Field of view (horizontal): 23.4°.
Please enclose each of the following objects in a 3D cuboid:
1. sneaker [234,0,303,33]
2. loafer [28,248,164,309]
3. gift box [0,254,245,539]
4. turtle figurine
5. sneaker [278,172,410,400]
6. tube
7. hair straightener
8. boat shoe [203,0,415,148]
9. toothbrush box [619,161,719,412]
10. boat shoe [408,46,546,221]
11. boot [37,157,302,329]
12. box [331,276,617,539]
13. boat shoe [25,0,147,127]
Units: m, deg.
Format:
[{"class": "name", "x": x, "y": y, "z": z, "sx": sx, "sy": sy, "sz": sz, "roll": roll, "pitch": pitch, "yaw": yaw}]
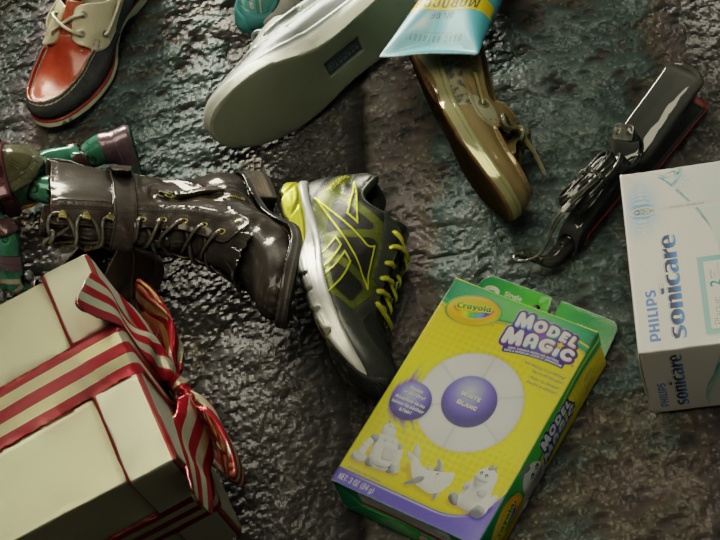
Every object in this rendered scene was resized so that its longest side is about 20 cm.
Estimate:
[{"class": "sneaker", "x": -0.101, "y": -0.280, "z": 1.462, "sx": 0.080, "sy": 0.078, "sz": 0.200, "roll": -28, "pitch": 53, "yaw": 7}, {"class": "loafer", "x": -0.235, "y": 0.039, "z": 1.277, "sx": 0.073, "sy": 0.071, "sz": 0.200, "roll": 31, "pitch": 72, "yaw": 33}, {"class": "gift box", "x": -0.186, "y": 0.115, "z": 1.132, "sx": 0.186, "sy": 0.200, "sz": 0.185, "roll": -27, "pitch": 68, "yaw": -3}, {"class": "turtle figurine", "x": -0.270, "y": -0.055, "z": 1.345, "sx": 0.199, "sy": 0.101, "sz": 0.150, "roll": -13, "pitch": 54, "yaw": 1}, {"class": "sneaker", "x": 0.000, "y": 0.000, "z": 1.238, "sx": 0.084, "sy": 0.075, "sz": 0.200, "roll": -21, "pitch": 53, "yaw": 1}, {"class": "tube", "x": 0.085, "y": -0.219, "z": 1.345, "sx": 0.077, "sy": 0.050, "sz": 0.200, "roll": -2, "pitch": 39, "yaw": 29}, {"class": "hair straightener", "x": 0.176, "y": -0.079, "z": 1.239, "sx": 0.041, "sy": 0.077, "sz": 0.200, "roll": 36, "pitch": 72, "yaw": 31}, {"class": "boat shoe", "x": -0.049, "y": -0.171, "z": 1.381, "sx": 0.201, "sy": 0.070, "sz": 0.071, "roll": -37, "pitch": 43, "yaw": -14}, {"class": "toothbrush box", "x": 0.279, "y": 0.002, "z": 1.150, "sx": 0.199, "sy": 0.085, "sz": 0.147, "roll": -8, "pitch": 55, "yaw": 13}, {"class": "boat shoe", "x": 0.090, "y": -0.121, "z": 1.295, "sx": 0.063, "sy": 0.073, "sz": 0.200, "roll": -23, "pitch": 52, "yaw": 0}, {"class": "boot", "x": -0.139, "y": -0.022, "z": 1.223, "sx": 0.174, "sy": 0.069, "sz": 0.200, "roll": 3, "pitch": 26, "yaw": -18}, {"class": "box", "x": 0.082, "y": 0.090, "z": 1.171, "sx": 0.117, "sy": 0.048, "sz": 0.200, "roll": 21, "pitch": 63, "yaw": 27}, {"class": "boat shoe", "x": -0.230, "y": -0.211, "z": 1.457, "sx": 0.071, "sy": 0.063, "sz": 0.200, "roll": 15, "pitch": 63, "yaw": 22}]
